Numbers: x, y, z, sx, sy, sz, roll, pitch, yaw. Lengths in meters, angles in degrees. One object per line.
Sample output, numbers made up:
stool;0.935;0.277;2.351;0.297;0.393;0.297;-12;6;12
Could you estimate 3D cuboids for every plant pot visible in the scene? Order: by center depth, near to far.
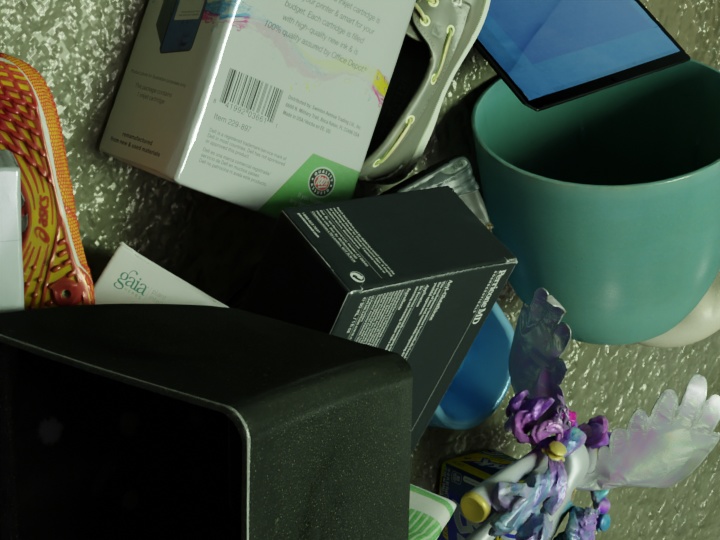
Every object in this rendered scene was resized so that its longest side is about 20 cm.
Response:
plant pot;-0.077;0.118;0.812;0.177;0.198;0.202;-21;118;-51
plant pot;0.183;-0.045;1.148;0.200;0.200;0.162;-30;131;-32

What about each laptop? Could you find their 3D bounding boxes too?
laptop;0.141;-0.236;1.102;0.176;0.103;0.202;-21;117;-38

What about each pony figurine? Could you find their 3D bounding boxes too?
pony figurine;0.140;0.137;1.113;0.200;0.166;0.194;-39;158;-39

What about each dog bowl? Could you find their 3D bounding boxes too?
dog bowl;0.051;0.040;1.145;0.112;0.049;0.201;-52;132;-18

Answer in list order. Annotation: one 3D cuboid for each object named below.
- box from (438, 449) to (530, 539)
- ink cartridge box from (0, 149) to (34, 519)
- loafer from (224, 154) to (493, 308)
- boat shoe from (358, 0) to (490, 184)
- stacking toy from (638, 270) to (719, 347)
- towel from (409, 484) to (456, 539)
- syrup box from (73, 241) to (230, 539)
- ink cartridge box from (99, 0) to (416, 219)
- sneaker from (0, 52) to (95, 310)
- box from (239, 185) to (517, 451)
box;0.098;0.250;1.243;0.064;0.070;0.203;-6;107;-44
ink cartridge box;-0.270;0.043;0.799;0.198;0.041;0.202;-5;109;-18
loafer;0.000;0.000;1.033;0.199;0.073;0.073;-29;96;-6
boat shoe;0.034;-0.154;1.035;0.060;0.071;0.204;-4;115;-69
stacking toy;0.276;0.003;1.318;0.200;0.145;0.148;24;87;-64
towel;-0.041;0.165;0.991;0.200;0.151;0.024;-28;134;-58
syrup box;-0.156;0.093;0.926;0.201;0.078;0.082;-59;174;-12
ink cartridge box;-0.054;-0.140;0.962;0.145;0.087;0.202;17;93;-45
sneaker;-0.181;-0.020;0.872;0.072;0.077;0.203;-2;99;2
box;-0.010;0.054;0.962;0.140;0.079;0.201;-8;136;-40
